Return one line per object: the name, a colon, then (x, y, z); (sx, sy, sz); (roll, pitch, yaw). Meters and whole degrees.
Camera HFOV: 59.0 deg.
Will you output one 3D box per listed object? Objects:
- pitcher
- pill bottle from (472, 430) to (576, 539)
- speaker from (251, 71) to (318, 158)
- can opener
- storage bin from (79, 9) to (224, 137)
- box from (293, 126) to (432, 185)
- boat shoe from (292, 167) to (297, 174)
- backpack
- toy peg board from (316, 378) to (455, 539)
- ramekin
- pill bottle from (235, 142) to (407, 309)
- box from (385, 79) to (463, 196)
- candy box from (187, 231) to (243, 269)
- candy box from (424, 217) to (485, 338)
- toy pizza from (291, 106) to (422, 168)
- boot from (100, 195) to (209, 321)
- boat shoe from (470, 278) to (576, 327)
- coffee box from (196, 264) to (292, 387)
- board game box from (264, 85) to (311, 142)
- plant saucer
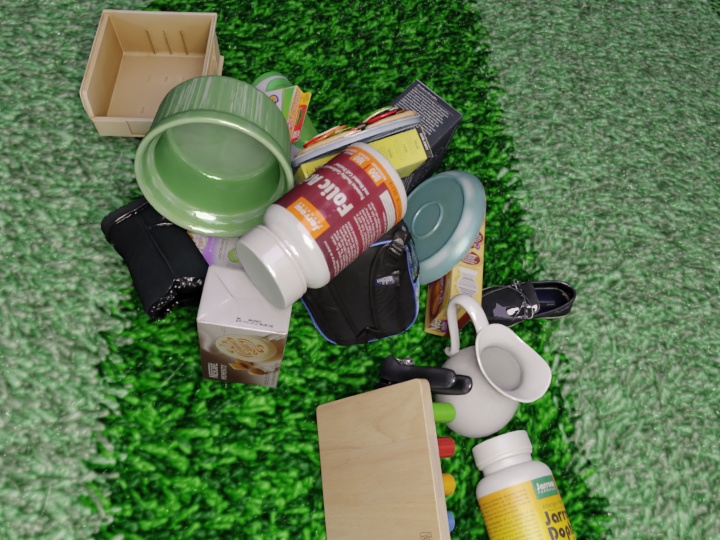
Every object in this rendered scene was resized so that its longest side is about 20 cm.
pitcher: (0.160, 0.137, 0.896); (0.119, 0.201, 0.174); (-24, 69, -23)
pill bottle: (0.221, 0.330, 0.859); (0.110, 0.113, 0.205); (-8, 64, -16)
speaker: (-0.122, -0.244, 1.100); (0.087, 0.089, 0.203); (-20, 68, -21)
can opener: (0.086, 0.154, 0.882); (0.062, 0.198, 0.081); (14, 74, -30)
storage bin: (-0.344, -0.329, 1.072); (0.194, 0.094, 0.204); (2, 62, -1)
box: (0.002, -0.144, 0.905); (0.196, 0.075, 0.051); (-23, 87, -21)
boat shoe: (-0.090, -0.140, 1.008); (0.197, 0.073, 0.070); (20, 81, -43)
backpack: (0.000, 0.000, 0.928); (0.178, 0.203, 0.149); (-10, 43, 10)
toy peg board: (0.048, 0.262, 0.825); (0.096, 0.198, 0.205); (10, 65, -43)
ramekin: (-0.178, -0.145, 0.810); (0.194, 0.202, 0.100); (7, 52, -8)
pill bottle: (-0.046, -0.054, 0.765); (0.199, 0.115, 0.114); (-41, 76, -22)
box: (0.061, -0.192, 1.077); (0.106, 0.149, 0.200); (39, 61, 10)
candy box: (-0.191, -0.041, 0.986); (0.195, 0.072, 0.171); (19, 60, -1)
candy box: (0.152, -0.010, 1.018); (0.055, 0.117, 0.205); (13, 61, -10)
toy pizza: (-0.009, -0.186, 0.874); (0.196, 0.199, 0.033); (-22, 97, -21)
boot: (-0.242, -0.042, 0.889); (0.198, 0.077, 0.169); (-33, 70, -21)
boat shoe: (0.265, 0.050, 1.046); (0.194, 0.063, 0.077); (-4, 65, -13)
coffee box: (-0.154, 0.082, 0.854); (0.111, 0.201, 0.082); (10, 60, -8)
board game box: (-0.173, -0.246, 1.051); (0.195, 0.030, 0.098); (0, 66, 29)
plant saucer: (0.111, -0.075, 1.008); (0.027, 0.197, 0.205); (30, 54, -34)
